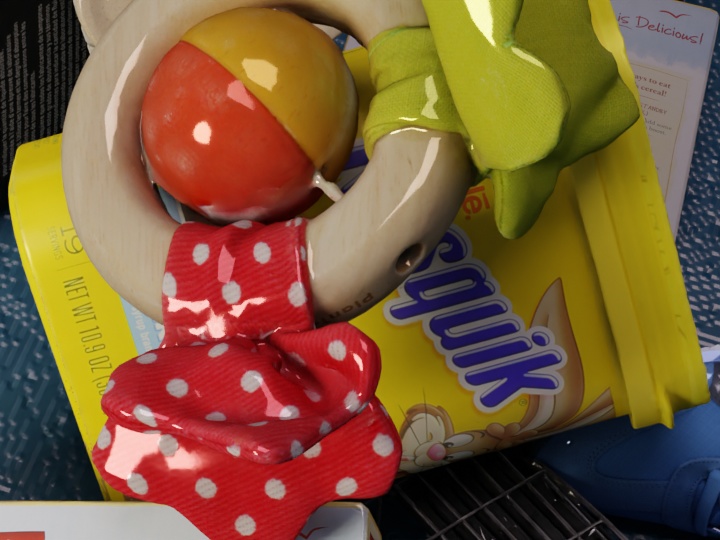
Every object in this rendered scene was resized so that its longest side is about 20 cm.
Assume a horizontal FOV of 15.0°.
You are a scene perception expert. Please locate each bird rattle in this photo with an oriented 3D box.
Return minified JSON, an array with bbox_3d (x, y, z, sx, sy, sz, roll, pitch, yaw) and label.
[{"bbox_3d":[-0.018,-0.024,0.802,0.163,0.113,0.200,41,95,32],"label":"bird rattle"}]

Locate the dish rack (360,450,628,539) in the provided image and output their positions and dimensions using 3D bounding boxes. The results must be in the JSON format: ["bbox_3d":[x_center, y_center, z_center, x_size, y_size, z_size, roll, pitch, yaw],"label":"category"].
[{"bbox_3d":[0.015,0.145,0.886,0.199,0.055,0.153,-29,62,-30],"label":"dish rack"}]

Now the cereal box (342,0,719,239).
[{"bbox_3d":[0.053,-0.037,1.046,0.143,0.040,0.201,15,50,3],"label":"cereal box"}]

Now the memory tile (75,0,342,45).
[{"bbox_3d":[-0.013,-0.029,0.937,0.152,0.201,0.017,-9,17,-1],"label":"memory tile"}]

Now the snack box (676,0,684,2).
[{"bbox_3d":[0.050,-0.194,1.089,0.199,0.169,0.068,14,47,4],"label":"snack box"}]

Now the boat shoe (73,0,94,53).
[{"bbox_3d":[-0.060,-0.098,0.981,0.072,0.201,0.073,11,35,12],"label":"boat shoe"}]

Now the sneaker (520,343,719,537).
[{"bbox_3d":[0.158,0.073,0.956,0.199,0.066,0.079,-2,55,-11],"label":"sneaker"}]

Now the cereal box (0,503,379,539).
[{"bbox_3d":[-0.069,0.168,0.798,0.143,0.040,0.201,0,69,10],"label":"cereal box"}]

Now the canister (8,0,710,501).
[{"bbox_3d":[0.000,0.000,0.892,0.199,0.149,0.087,-16,22,3],"label":"canister"}]

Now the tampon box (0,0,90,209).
[{"bbox_3d":[-0.164,-0.119,1.023,0.149,0.127,0.200,34,55,19],"label":"tampon box"}]
